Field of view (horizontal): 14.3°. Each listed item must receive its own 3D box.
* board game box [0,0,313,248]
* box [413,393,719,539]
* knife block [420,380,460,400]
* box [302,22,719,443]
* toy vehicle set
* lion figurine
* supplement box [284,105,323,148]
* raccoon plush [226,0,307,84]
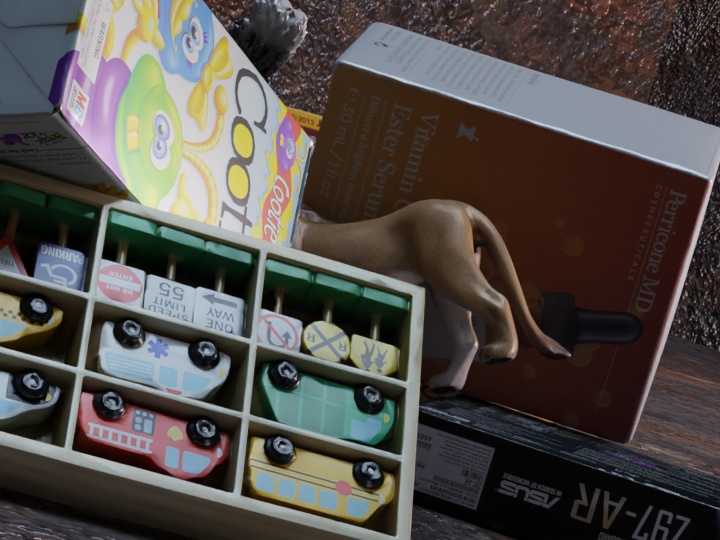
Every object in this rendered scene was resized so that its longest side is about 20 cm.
[{"bbox_3d":[-0.110,-0.056,1.151,0.105,0.103,0.200,0,-27,24],"label":"board game box"},{"bbox_3d":[0.121,0.111,1.389,0.200,0.044,0.160,18,3,12],"label":"box"},{"bbox_3d":[0.003,0.052,1.611,0.175,0.064,0.200,19,4,26],"label":"knife block"},{"bbox_3d":[0.071,-0.022,1.482,0.200,0.152,0.106,17,18,7],"label":"box"},{"bbox_3d":[-0.075,0.035,1.057,0.200,0.124,0.027,16,-40,-15],"label":"toy vehicle set"},{"bbox_3d":[0.000,0.000,1.410,0.200,0.123,0.072,-5,-17,6],"label":"lion figurine"},{"bbox_3d":[-0.059,-0.019,1.669,0.110,0.086,0.200,15,-22,-26],"label":"supplement box"},{"bbox_3d":[-0.091,-0.038,1.516,0.097,0.200,0.134,9,43,-41],"label":"raccoon plush"}]
